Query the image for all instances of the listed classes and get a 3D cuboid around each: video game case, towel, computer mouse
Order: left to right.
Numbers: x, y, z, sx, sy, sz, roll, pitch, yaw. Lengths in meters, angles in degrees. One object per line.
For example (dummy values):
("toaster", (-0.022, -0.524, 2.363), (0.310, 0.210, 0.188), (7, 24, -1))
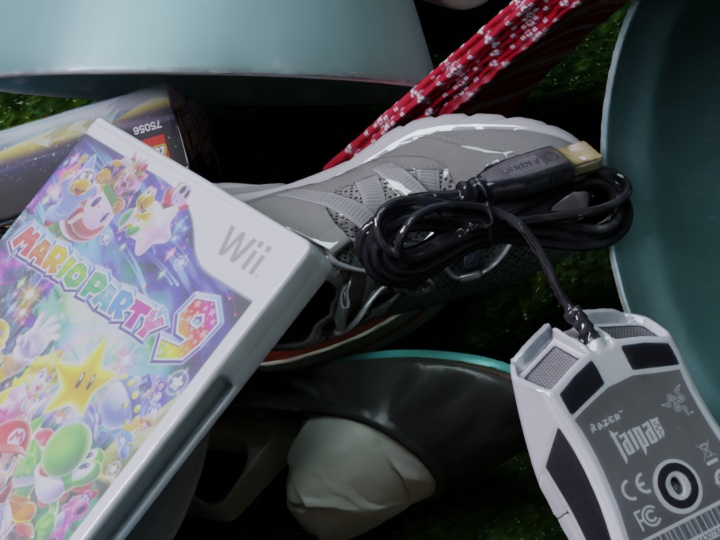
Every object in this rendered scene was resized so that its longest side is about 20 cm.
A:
("video game case", (-0.114, 0.048, 0.872), (0.200, 0.018, 0.143), (-52, 42, -7))
("towel", (0.082, -0.100, 0.994), (0.200, 0.023, 0.144), (-39, -5, 42))
("computer mouse", (0.084, 0.054, 0.876), (0.109, 0.044, 0.201), (-20, 78, -32))

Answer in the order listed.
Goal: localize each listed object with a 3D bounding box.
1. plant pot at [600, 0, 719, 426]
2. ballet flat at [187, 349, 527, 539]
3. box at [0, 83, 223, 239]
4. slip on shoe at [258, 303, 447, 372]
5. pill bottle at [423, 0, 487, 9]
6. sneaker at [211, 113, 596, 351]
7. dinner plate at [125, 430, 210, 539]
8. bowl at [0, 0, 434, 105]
("plant pot", (0.195, -0.033, 0.894), (0.133, 0.201, 0.200), (-7, 36, -27))
("ballet flat", (-0.024, 0.069, 0.943), (0.199, 0.068, 0.069), (1, 54, 34))
("box", (-0.163, -0.031, 1.051), (0.199, 0.040, 0.137), (-16, 0, 3))
("slip on shoe", (-0.053, 0.002, 1.021), (0.199, 0.061, 0.074), (-6, 41, 12))
("pill bottle", (-0.020, -0.185, 1.170), (0.199, 0.111, 0.111), (21, 54, 35))
("sneaker", (0.000, 0.000, 0.928), (0.199, 0.075, 0.082), (-14, 30, -5))
("dinner plate", (-0.142, 0.089, 0.938), (0.199, 0.024, 0.201), (-27, 36, 22))
("bowl", (-0.065, -0.127, 1.046), (0.199, 0.106, 0.201), (2, 0, 0))
